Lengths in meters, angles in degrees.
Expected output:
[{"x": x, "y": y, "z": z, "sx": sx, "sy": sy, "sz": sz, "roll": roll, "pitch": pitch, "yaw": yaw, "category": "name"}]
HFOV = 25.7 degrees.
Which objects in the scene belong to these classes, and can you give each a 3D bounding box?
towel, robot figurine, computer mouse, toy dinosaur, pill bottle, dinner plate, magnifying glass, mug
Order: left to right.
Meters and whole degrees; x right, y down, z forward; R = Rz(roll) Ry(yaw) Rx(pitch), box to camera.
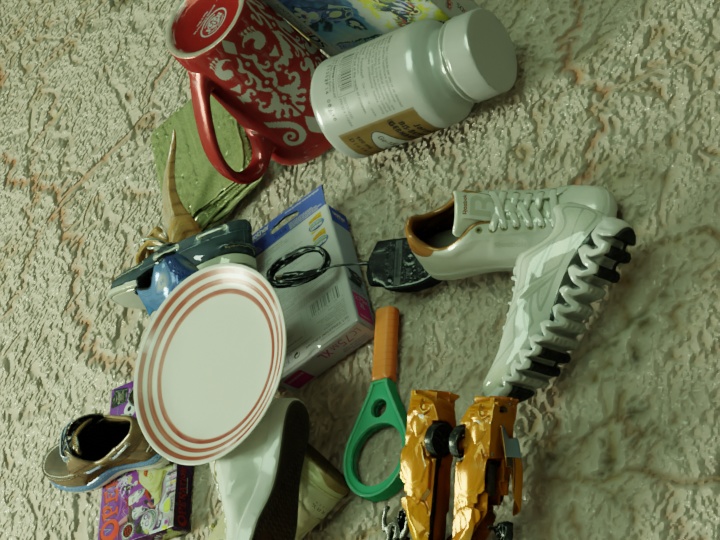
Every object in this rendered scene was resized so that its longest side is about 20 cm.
[{"x": -0.212, "y": -0.047, "z": 1.821, "sx": 0.106, "sy": 0.060, "sz": 0.200, "roll": -27, "pitch": 77, "yaw": 15, "category": "toy dinosaur"}, {"x": -0.185, "y": -0.135, "z": 1.885, "sx": 0.148, "sy": 0.036, "sz": 0.200, "roll": -39, "pitch": 47, "yaw": 21, "category": "towel"}, {"x": -0.142, "y": 0.091, "z": 1.519, "sx": 0.200, "sy": 0.024, "sz": 0.201, "roll": -18, "pitch": 61, "yaw": 35, "category": "dinner plate"}, {"x": -0.114, "y": -0.206, "z": 1.728, "sx": 0.133, "sy": 0.200, "sz": 0.178, "roll": -13, "pitch": 55, "yaw": 31, "category": "mug"}, {"x": 0.000, "y": 0.000, "z": 1.592, "sx": 0.200, "sy": 0.034, "sz": 0.059, "roll": -3, "pitch": 64, "yaw": 21, "category": "computer mouse"}, {"x": 0.021, "y": 0.128, "z": 1.537, "sx": 0.080, "sy": 0.022, "sz": 0.200, "roll": -18, "pitch": 53, "yaw": 35, "category": "magnifying glass"}, {"x": 0.057, "y": -0.197, "z": 1.635, "sx": 0.200, "sy": 0.114, "sz": 0.115, "roll": -18, "pitch": 54, "yaw": 36, "category": "pill bottle"}, {"x": 0.085, "y": 0.206, "z": 1.365, "sx": 0.145, "sy": 0.058, "sz": 0.200, "roll": 2, "pitch": 88, "yaw": 44, "category": "robot figurine"}]

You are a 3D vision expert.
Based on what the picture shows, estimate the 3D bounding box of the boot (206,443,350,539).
[{"x": -0.117, "y": 0.220, "z": 1.570, "sx": 0.200, "sy": 0.073, "sz": 0.156, "roll": 36, "pitch": 92, "yaw": 39, "category": "boot"}]

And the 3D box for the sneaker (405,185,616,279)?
[{"x": 0.135, "y": -0.043, "z": 1.465, "sx": 0.200, "sy": 0.085, "sz": 0.073, "roll": -16, "pitch": 55, "yaw": 22, "category": "sneaker"}]

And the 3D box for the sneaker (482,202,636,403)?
[{"x": 0.163, "y": 0.031, "z": 1.405, "sx": 0.081, "sy": 0.075, "sz": 0.200, "roll": 34, "pitch": 92, "yaw": 30, "category": "sneaker"}]

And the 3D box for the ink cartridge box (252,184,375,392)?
[{"x": -0.055, "y": 0.016, "z": 1.665, "sx": 0.119, "sy": 0.042, "sz": 0.200, "roll": -36, "pitch": 48, "yaw": 23, "category": "ink cartridge box"}]

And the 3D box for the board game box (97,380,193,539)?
[{"x": -0.232, "y": 0.206, "z": 1.727, "sx": 0.120, "sy": 0.032, "sz": 0.200, "roll": -27, "pitch": 49, "yaw": 35, "category": "board game box"}]

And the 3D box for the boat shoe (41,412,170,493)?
[{"x": -0.287, "y": 0.188, "z": 1.715, "sx": 0.200, "sy": 0.072, "sz": 0.072, "roll": -21, "pitch": 53, "yaw": 35, "category": "boat shoe"}]

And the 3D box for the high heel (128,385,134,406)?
[{"x": -0.161, "y": 0.080, "z": 1.592, "sx": 0.071, "sy": 0.142, "sz": 0.200, "roll": 59, "pitch": 153, "yaw": 22, "category": "high heel"}]

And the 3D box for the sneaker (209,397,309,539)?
[{"x": -0.106, "y": 0.217, "z": 1.482, "sx": 0.085, "sy": 0.073, "sz": 0.200, "roll": -3, "pitch": 60, "yaw": 29, "category": "sneaker"}]

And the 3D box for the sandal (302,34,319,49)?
[{"x": -0.048, "y": -0.337, "z": 1.857, "sx": 0.212, "sy": 0.070, "sz": 0.078, "roll": -55, "pitch": 41, "yaw": 2, "category": "sandal"}]

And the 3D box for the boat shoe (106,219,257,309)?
[{"x": -0.199, "y": -0.007, "z": 1.735, "sx": 0.200, "sy": 0.075, "sz": 0.062, "roll": -20, "pitch": 63, "yaw": 36, "category": "boat shoe"}]

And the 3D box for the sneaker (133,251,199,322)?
[{"x": -0.192, "y": 0.036, "z": 1.678, "sx": 0.078, "sy": 0.200, "sz": 0.089, "roll": -30, "pitch": 73, "yaw": -21, "category": "sneaker"}]

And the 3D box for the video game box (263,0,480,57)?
[{"x": 0.002, "y": -0.294, "z": 1.697, "sx": 0.200, "sy": 0.182, "sz": 0.047, "roll": -5, "pitch": 63, "yaw": 42, "category": "video game box"}]
